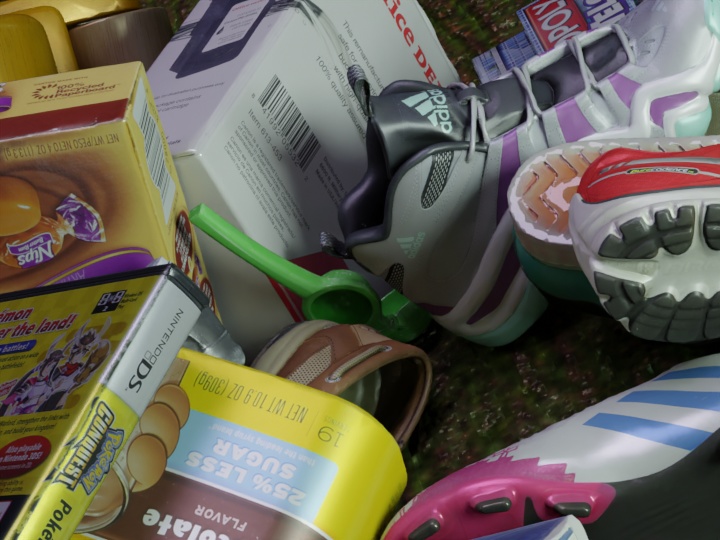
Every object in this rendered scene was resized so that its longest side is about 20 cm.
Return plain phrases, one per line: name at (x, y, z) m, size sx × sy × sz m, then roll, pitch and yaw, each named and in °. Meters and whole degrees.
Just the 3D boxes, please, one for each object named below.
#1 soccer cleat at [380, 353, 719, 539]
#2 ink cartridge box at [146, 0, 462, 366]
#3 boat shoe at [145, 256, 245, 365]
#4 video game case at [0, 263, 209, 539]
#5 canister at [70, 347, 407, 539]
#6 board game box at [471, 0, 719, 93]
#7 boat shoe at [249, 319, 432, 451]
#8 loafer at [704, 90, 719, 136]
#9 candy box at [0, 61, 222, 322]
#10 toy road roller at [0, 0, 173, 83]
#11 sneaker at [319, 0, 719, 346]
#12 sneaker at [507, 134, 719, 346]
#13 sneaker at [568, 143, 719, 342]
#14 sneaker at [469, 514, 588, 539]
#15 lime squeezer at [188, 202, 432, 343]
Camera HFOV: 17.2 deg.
soccer cleat at (0.104, 0.080, 0.906) m, size 0.199 × 0.070 × 0.086 m, roll -19°, pitch 19°, yaw 12°
ink cartridge box at (-0.034, -0.058, 1.162) m, size 0.084 × 0.145 × 0.200 m, roll -9°, pitch 35°, yaw 35°
boat shoe at (-0.131, 0.076, 1.028) m, size 0.199 × 0.068 × 0.074 m, roll -40°, pitch 8°, yaw 19°
video game case at (-0.163, 0.083, 0.904) m, size 0.199 × 0.026 × 0.181 m, roll -9°, pitch 44°, yaw 48°
canister at (-0.083, 0.133, 0.892) m, size 0.148 × 0.087 × 0.201 m, roll 16°, pitch 61°, yaw 20°
board game box at (0.116, -0.087, 1.154) m, size 0.199 × 0.062 × 0.200 m, roll -27°, pitch 29°, yaw 5°
boat shoe at (-0.033, 0.092, 1.001) m, size 0.074 × 0.076 × 0.200 m, roll -2°, pitch 41°, yaw 36°
loafer at (0.219, -0.072, 1.003) m, size 0.199 × 0.069 × 0.076 m, roll -16°, pitch 8°, yaw 27°
candy box at (-0.129, 0.013, 1.063) m, size 0.116 × 0.201 × 0.057 m, roll -8°, pitch 34°, yaw 11°
toy road roller at (-0.176, -0.089, 1.287) m, size 0.199 × 0.124 × 0.146 m, roll -17°, pitch 1°, yaw -22°
sneaker at (0.058, -0.066, 1.022) m, size 0.200 × 0.139 × 0.078 m, roll -54°, pitch 28°, yaw 20°
sneaker at (0.163, -0.010, 0.983) m, size 0.199 × 0.080 × 0.072 m, roll 4°, pitch 58°, yaw 15°
sneaker at (0.176, -0.025, 0.897) m, size 0.199 × 0.077 × 0.085 m, roll 2°, pitch 33°, yaw -9°
sneaker at (0.038, 0.168, 0.794) m, size 0.080 × 0.116 × 0.199 m, roll -16°, pitch 12°, yaw 19°
lime squeezer at (0.000, 0.000, 1.092) m, size 0.038 × 0.071 × 0.200 m, roll -9°, pitch -3°, yaw 36°
